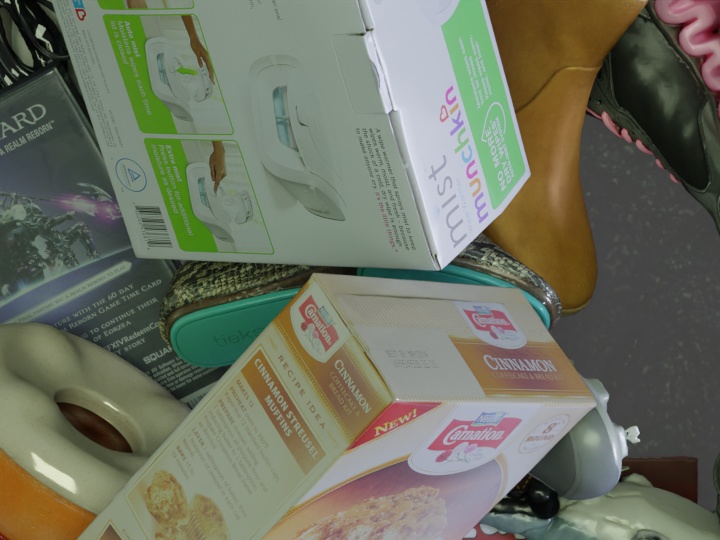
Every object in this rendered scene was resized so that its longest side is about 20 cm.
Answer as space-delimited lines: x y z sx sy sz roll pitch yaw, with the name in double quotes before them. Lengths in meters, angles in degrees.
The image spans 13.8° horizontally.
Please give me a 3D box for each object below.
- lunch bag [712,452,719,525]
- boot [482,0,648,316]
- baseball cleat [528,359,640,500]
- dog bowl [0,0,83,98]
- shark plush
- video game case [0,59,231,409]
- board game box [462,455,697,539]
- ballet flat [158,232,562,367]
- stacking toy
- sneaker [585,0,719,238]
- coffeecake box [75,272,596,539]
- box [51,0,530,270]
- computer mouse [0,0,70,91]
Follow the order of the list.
"lunch bag" 0.269 0.107 1.400 0.199 0.168 0.140 33 91 5
"boot" 0.093 -0.091 1.431 0.144 0.071 0.202 -35 79 45
"baseball cleat" 0.049 0.072 1.404 0.106 0.200 0.070 -17 106 -17
"dog bowl" -0.102 -0.115 1.486 0.198 0.059 0.202 0 90 5
"shark plush" 0.130 0.151 1.428 0.199 0.091 0.084 19 113 -24
"video game case" -0.159 0.014 1.466 0.142 0.019 0.201 -26 106 13
"board game box" 0.072 0.143 1.450 0.199 0.019 0.104 0 88 -20
"ballet flat" 0.000 0.000 1.409 0.199 0.068 0.076 -6 45 18
"stacking toy" -0.169 0.140 1.424 0.146 0.146 0.201 35 108 4
"sneaker" 0.152 -0.086 1.469 0.095 0.079 0.201 -23 87 26
"coffeecake box" -0.017 0.095 1.311 0.200 0.153 0.073 -48 61 26
"box" -0.039 -0.109 1.330 0.175 0.097 0.201 1 120 34
"computer mouse" -0.111 -0.181 1.437 0.199 0.053 0.139 -24 91 15
